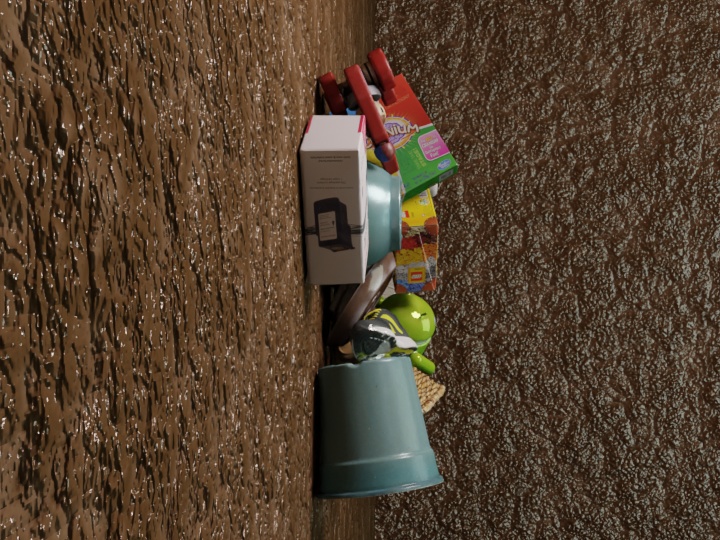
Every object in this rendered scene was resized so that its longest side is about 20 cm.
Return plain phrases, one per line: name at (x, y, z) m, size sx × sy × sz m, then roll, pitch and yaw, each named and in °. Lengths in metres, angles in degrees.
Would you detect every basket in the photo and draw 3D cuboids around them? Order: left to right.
basket at (0.040, 0.236, 1.673) m, size 0.143 × 0.148 × 0.200 m, roll -57°, pitch 171°, yaw 12°

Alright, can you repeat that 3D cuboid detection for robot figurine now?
robot figurine at (0.069, 0.127, 1.819) m, size 0.176 × 0.115 × 0.201 m, roll 57°, pitch -46°, yaw 38°

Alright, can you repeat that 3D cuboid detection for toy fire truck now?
toy fire truck at (0.018, -0.246, 1.543) m, size 0.200 × 0.111 × 0.169 m, roll 55°, pitch 10°, yaw -83°

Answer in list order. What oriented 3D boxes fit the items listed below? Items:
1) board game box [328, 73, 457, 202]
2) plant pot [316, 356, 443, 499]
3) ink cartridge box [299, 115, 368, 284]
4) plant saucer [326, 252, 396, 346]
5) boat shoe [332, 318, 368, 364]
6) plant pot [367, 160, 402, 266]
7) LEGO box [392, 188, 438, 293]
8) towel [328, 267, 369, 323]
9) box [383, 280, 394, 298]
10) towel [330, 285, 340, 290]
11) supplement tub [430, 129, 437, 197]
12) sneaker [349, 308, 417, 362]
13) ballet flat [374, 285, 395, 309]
board game box at (0.055, -0.223, 1.674) m, size 0.201 × 0.152 × 0.040 m, roll 60°, pitch -4°, yaw 16°
plant pot at (0.017, 0.240, 1.486) m, size 0.200 × 0.198 × 0.198 m, roll 62°, pitch 20°, yaw -83°
ink cartridge box at (-0.033, -0.100, 1.348) m, size 0.145 × 0.083 × 0.202 m, roll -82°, pitch 172°, yaw -62°
plant saucer at (0.007, 0.053, 1.647) m, size 0.201 × 0.032 × 0.200 m, roll -55°, pitch 174°, yaw -9°
boat shoe at (-0.020, 0.097, 1.773) m, size 0.201 × 0.073 × 0.063 m, roll -93°, pitch 173°, yaw -54°
plant pot at (0.002, -0.092, 1.551) m, size 0.200 × 0.133 × 0.202 m, roll -1°, pitch 90°, yaw -87°
LEGO box at (0.088, -0.081, 1.751) m, size 0.201 × 0.076 × 0.150 m, roll -99°, pitch -174°, yaw -50°
towel at (0.000, 0.000, 1.686) m, size 0.201 × 0.034 × 0.133 m, roll -63°, pitch 177°, yaw -9°
box at (0.055, 0.100, 1.998) m, size 0.078 × 0.094 × 0.202 m, roll 83°, pitch 11°, yaw -69°
towel at (-0.043, -0.065, 1.745) m, size 0.145 × 0.022 × 0.202 m, roll 27°, pitch 63°, yaw -87°
supplement tub at (0.060, -0.223, 1.984) m, size 0.144 × 0.198 × 0.146 m, roll 0°, pitch 90°, yaw -87°
sneaker at (0.024, 0.104, 1.597) m, size 0.085 × 0.074 × 0.200 m, roll 60°, pitch 13°, yaw 23°
ballet flat at (0.040, 0.023, 1.932) m, size 0.071 × 0.065 × 0.202 m, roll 16°, pitch 75°, yaw -84°
